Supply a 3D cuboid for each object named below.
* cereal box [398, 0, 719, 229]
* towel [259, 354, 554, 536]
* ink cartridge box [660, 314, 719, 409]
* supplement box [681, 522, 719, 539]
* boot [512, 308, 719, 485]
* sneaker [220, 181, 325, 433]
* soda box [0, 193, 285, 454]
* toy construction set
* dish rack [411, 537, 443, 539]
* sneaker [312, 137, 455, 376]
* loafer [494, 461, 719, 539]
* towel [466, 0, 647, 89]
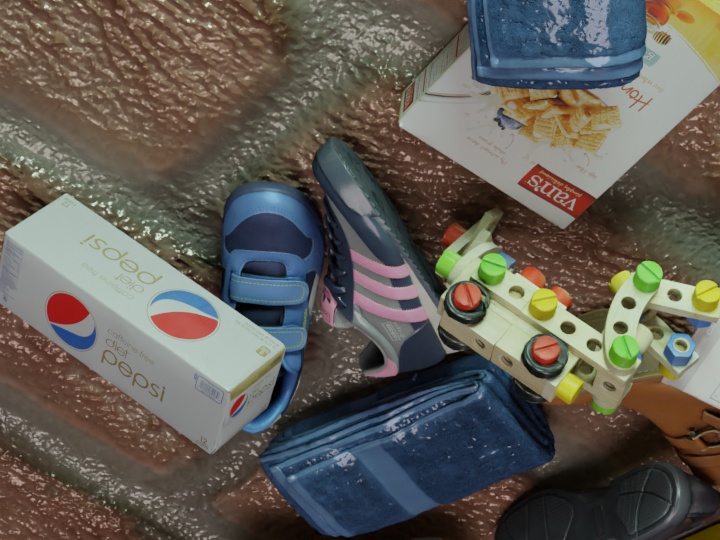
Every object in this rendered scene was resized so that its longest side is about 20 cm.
[{"bbox_3d":[0.138,-0.128,1.504,0.144,0.040,0.200,31,127,-19],"label":"cereal box"},{"bbox_3d":[0.036,0.135,1.728,0.199,0.049,0.112,-24,126,22],"label":"towel"},{"bbox_3d":[0.320,0.023,1.580,0.176,0.045,0.200,27,108,-20],"label":"ink cartridge box"},{"bbox_3d":[0.251,0.292,1.818,0.200,0.110,0.109,-29,123,27],"label":"supplement box"},{"bbox_3d":[0.221,0.098,1.678,0.199,0.074,0.155,-11,134,17],"label":"boot"},{"bbox_3d":[-0.065,0.028,1.629,0.074,0.082,0.201,5,130,2],"label":"sneaker"},{"bbox_3d":[-0.151,0.034,1.589,0.200,0.068,0.064,34,133,17],"label":"soda box"},{"bbox_3d":[0.125,0.021,1.538,0.199,0.131,0.092,26,147,27],"label":"toy construction set"},{"bbox_3d":[-0.002,0.261,1.841,0.199,0.044,0.172,-3,141,7],"label":"dish rack"},{"bbox_3d":[0.000,0.000,1.600,0.082,0.070,0.200,-26,125,8],"label":"sneaker"},{"bbox_3d":[0.185,0.193,1.748,0.063,0.072,0.200,15,153,-36],"label":"loafer"},{"bbox_3d":[0.112,-0.204,1.397,0.111,0.049,0.201,3,119,18],"label":"towel"}]
